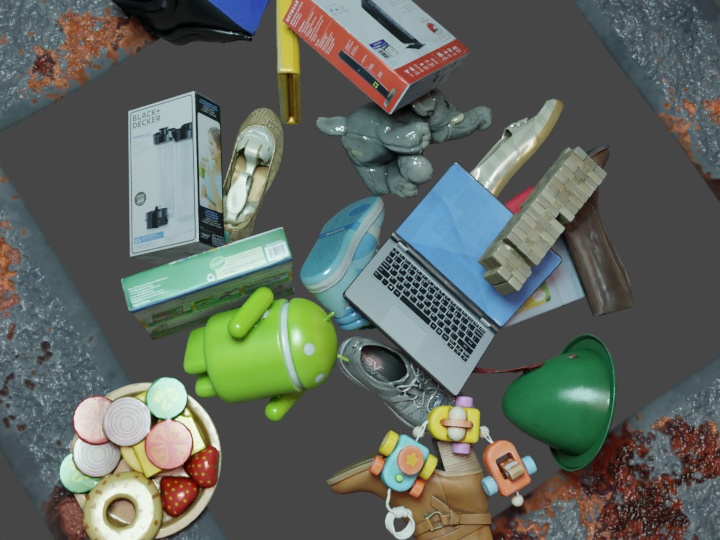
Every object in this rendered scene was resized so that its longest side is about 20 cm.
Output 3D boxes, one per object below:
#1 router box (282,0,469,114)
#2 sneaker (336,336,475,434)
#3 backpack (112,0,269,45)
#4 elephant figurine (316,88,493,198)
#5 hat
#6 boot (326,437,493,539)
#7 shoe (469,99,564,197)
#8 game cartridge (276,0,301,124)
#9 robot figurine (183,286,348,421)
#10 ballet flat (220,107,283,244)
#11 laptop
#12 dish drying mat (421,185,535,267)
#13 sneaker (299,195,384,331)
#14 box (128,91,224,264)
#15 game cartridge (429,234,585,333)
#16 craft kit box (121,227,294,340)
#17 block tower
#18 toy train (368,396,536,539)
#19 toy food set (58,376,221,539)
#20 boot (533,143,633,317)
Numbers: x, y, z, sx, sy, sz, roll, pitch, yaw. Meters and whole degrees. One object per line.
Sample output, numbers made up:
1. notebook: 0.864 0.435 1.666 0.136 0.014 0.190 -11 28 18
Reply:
1. router box: 0.024 -0.294 1.305 0.179 0.049 0.200 41 35 6
2. sneaker: 0.060 0.150 1.316 0.198 0.082 0.075 28 77 -3
3. backpack: -0.222 -0.389 1.373 0.162 0.198 0.170 38 66 -39
4. elephant figurine: 0.067 -0.200 1.387 0.140 0.156 0.201 -2 41 37
5. hat: 0.189 0.153 1.272 0.173 0.200 0.168 11 61 -15
6. boot: 0.066 0.299 1.293 0.197 0.074 0.157 -14 88 4
7. shoe: 0.203 -0.164 1.406 0.053 0.070 0.201 40 80 -2
8. game cartridge: -0.094 -0.320 1.370 0.032 0.176 0.203 1 77 -3
9. robot figurine: -0.117 0.100 1.290 0.197 0.177 0.116 -11 37 10
10. ballet flat: -0.147 -0.130 1.380 0.069 0.065 0.203 12 76 -1
11. laptop: 0.116 0.009 1.279 0.187 0.116 0.200 41 48 -1
12. dish drying mat: 0.177 -0.029 1.401 0.199 0.018 0.077 -35 85 -12
13. sneaker: 0.000 0.000 1.353 0.131 0.079 0.201 58 40 -23
14. box: -0.241 -0.119 1.350 0.115 0.060 0.203 -9 75 27
15. game cartridge: 0.190 0.005 1.371 0.198 0.040 0.135 -20 84 -11
16. craft kit box: -0.180 0.021 1.276 0.197 0.198 0.049 -18 75 -8
17. block tower: 0.224 -0.065 1.275 0.054 0.058 0.201 40 75 -7
18. toy train: 0.112 0.237 1.244 0.198 0.056 0.152 -20 83 -13
19. toy food set: -0.274 0.236 1.296 0.198 0.049 0.200 -27 80 -9
20. boot: 0.323 -0.053 1.392 0.186 0.064 0.202 -36 98 -40
